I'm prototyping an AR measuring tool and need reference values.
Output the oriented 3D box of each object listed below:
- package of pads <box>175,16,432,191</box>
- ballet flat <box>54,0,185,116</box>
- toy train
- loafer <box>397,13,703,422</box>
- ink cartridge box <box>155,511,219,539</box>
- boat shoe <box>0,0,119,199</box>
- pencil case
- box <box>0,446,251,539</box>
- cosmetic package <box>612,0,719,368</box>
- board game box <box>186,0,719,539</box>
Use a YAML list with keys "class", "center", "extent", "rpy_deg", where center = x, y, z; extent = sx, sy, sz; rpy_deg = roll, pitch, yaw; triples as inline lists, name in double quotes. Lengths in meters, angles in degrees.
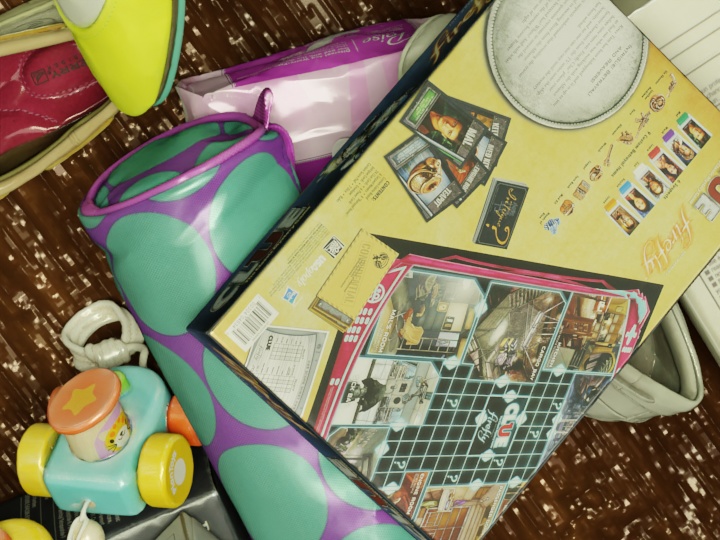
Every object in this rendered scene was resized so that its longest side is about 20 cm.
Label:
- class: "package of pads"
  center: [0.000, 0.000, 1.109]
  extent: [0.120, 0.076, 0.201]
  rpy_deg: [-13, 106, -5]
- class: "ballet flat"
  center: [-0.101, -0.156, 0.992]
  extent: [0.067, 0.067, 0.201]
  rpy_deg: [-6, 114, -34]
- class: "toy train"
  center: [-0.162, 0.080, 1.066]
  extent: [0.200, 0.150, 0.056]
  rpy_deg: [-36, 138, -13]
- class: "loafer"
  center: [0.081, -0.020, 1.054]
  extent: [0.070, 0.070, 0.200]
  rpy_deg: [-51, 123, -27]
- class: "ink cartridge box"
  center: [-0.074, 0.233, 1.048]
  extent: [0.176, 0.084, 0.200]
  rpy_deg: [42, 95, -16]
- class: "boat shoe"
  center: [-0.178, -0.055, 1.076]
  extent: [0.200, 0.066, 0.074]
  rpy_deg: [-31, 106, 1]
- class: "pencil case"
  center: [-0.030, 0.036, 1.034]
  extent: [0.092, 0.085, 0.200]
  rpy_deg: [-29, 105, -2]
- class: "box"
  center: [-0.111, 0.198, 1.132]
  extent: [0.182, 0.104, 0.200]
  rpy_deg: [-24, 106, -2]
- class: "cosmetic package"
  center: [0.162, -0.040, 1.115]
  extent: [0.103, 0.087, 0.200]
  rpy_deg: [-31, 107, 3]
- class: "board game box"
  center: [0.049, -0.008, 0.991]
  extent: [0.135, 0.035, 0.200]
  rpy_deg: [44, 79, -14]
